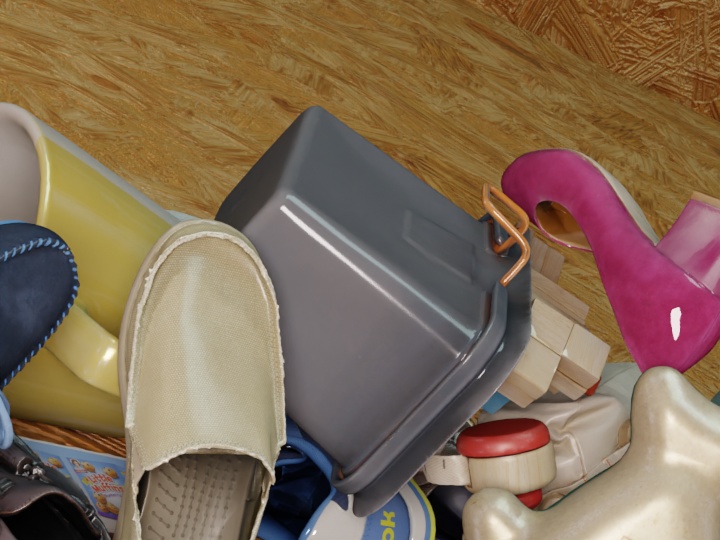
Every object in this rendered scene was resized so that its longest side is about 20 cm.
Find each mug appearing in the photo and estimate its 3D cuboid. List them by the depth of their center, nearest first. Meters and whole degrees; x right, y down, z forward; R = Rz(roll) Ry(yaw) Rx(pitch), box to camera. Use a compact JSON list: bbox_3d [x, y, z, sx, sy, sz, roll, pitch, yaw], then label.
[{"bbox_3d":[-0.143,0.028,1.035,0.153,0.149,0.187,27,36,-40],"label":"mug"}]

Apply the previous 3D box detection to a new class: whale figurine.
[{"bbox_3d":[0.120,0.143,0.980,0.159,0.200,0.104,27,5,2],"label":"whale figurine"}]

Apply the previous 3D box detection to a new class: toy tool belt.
[{"bbox_3d":[0.106,0.123,1.085,0.125,0.123,0.200,-6,7,22],"label":"toy tool belt"}]

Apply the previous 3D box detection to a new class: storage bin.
[{"bbox_3d":[0.000,0.000,1.026,0.134,0.146,0.200,40,19,-11],"label":"storage bin"}]

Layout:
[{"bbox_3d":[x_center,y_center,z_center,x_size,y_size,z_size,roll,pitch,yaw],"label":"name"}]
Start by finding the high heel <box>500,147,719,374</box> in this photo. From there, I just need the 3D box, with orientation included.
[{"bbox_3d":[0.118,-0.002,1.066,0.067,0.096,0.200,41,-11,-38],"label":"high heel"}]

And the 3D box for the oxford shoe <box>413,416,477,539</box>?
[{"bbox_3d":[0.030,0.103,1.188,0.200,0.071,0.073,32,21,10],"label":"oxford shoe"}]

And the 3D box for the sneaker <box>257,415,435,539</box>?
[{"bbox_3d":[-0.043,0.091,1.090,0.082,0.074,0.200,11,23,-43],"label":"sneaker"}]

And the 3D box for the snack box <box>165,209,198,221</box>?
[{"bbox_3d":[-0.084,-0.003,1.270,0.200,0.037,0.116,17,6,36],"label":"snack box"}]

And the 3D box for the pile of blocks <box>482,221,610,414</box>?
[{"bbox_3d":[0.087,0.043,1.076,0.062,0.082,0.200,34,14,-8],"label":"pile of blocks"}]

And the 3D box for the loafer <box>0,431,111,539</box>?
[{"bbox_3d":[-0.121,0.118,0.842,0.072,0.063,0.200,10,33,-39],"label":"loafer"}]

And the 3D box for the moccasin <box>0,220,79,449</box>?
[{"bbox_3d":[-0.178,0.055,0.831,0.068,0.200,0.080,11,-44,43],"label":"moccasin"}]

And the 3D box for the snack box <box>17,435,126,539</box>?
[{"bbox_3d":[-0.175,0.096,0.934,0.200,0.024,0.072,17,20,-37],"label":"snack box"}]

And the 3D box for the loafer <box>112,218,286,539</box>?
[{"bbox_3d":[-0.066,0.072,0.894,0.076,0.200,0.068,8,-15,-21],"label":"loafer"}]

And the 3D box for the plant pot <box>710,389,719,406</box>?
[{"bbox_3d":[0.273,0.150,1.180,0.196,0.196,0.200,45,-5,-31],"label":"plant pot"}]
